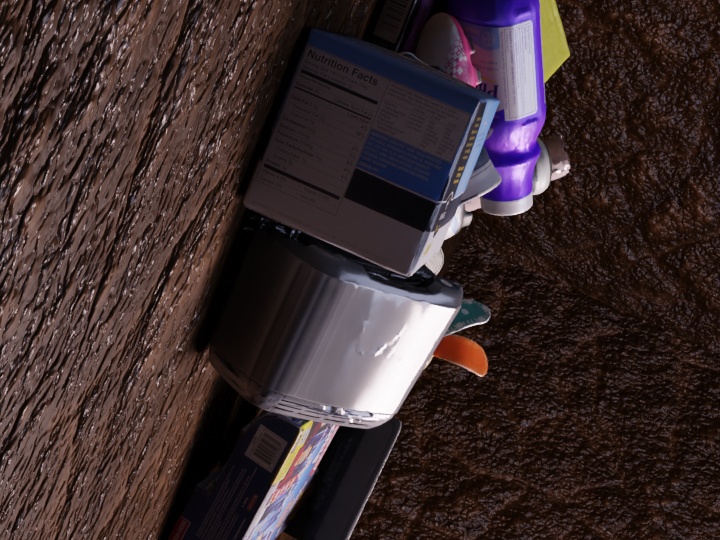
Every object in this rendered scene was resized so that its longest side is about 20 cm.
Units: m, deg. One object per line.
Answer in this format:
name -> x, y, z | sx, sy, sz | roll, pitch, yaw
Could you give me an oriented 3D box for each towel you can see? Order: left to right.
towel -> 0.124, -0.090, 1.885 | 0.191, 0.198, 0.033 | -52, 121, -79
towel -> 0.124, -0.172, 1.614 | 0.200, 0.018, 0.087 | -48, 134, -32

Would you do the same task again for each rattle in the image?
rattle -> 0.016, 0.042, 1.508 | 0.143, 0.198, 0.131 | 93, 22, -75

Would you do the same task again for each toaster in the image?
toaster -> -0.027, 0.037, 1.341 | 0.199, 0.113, 0.130 | 14, 106, -44

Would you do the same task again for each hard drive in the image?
hard drive -> -0.028, 0.197, 1.737 | 0.141, 0.033, 0.200 | -64, -167, -8

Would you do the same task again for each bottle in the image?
bottle -> 0.118, -0.148, 1.532 | 0.065, 0.083, 0.202 | -21, 120, -30

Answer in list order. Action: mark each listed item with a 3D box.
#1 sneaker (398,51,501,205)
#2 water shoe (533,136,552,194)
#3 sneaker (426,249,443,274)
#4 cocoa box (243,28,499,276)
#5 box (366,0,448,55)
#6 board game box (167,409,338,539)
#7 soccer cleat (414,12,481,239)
sneaker -> -0.007, -0.092, 1.435 | 0.201, 0.147, 0.077 | -27, -168, -2
water shoe -> 0.108, -0.126, 1.769 | 0.200, 0.078, 0.072 | 33, -49, 54
sneaker -> 0.037, 0.001, 1.852 | 0.199, 0.081, 0.079 | -11, 110, -60
cocoa box -> 0.014, -0.089, 1.294 | 0.200, 0.132, 0.132 | -35, 147, -80
box -> 0.055, -0.168, 1.571 | 0.200, 0.036, 0.144 | 4, 109, -64
board game box -> -0.084, 0.181, 1.598 | 0.201, 0.061, 0.200 | -62, 169, 18
soccer cleat -> 0.051, -0.112, 1.501 | 0.070, 0.085, 0.202 | -136, -140, -56
